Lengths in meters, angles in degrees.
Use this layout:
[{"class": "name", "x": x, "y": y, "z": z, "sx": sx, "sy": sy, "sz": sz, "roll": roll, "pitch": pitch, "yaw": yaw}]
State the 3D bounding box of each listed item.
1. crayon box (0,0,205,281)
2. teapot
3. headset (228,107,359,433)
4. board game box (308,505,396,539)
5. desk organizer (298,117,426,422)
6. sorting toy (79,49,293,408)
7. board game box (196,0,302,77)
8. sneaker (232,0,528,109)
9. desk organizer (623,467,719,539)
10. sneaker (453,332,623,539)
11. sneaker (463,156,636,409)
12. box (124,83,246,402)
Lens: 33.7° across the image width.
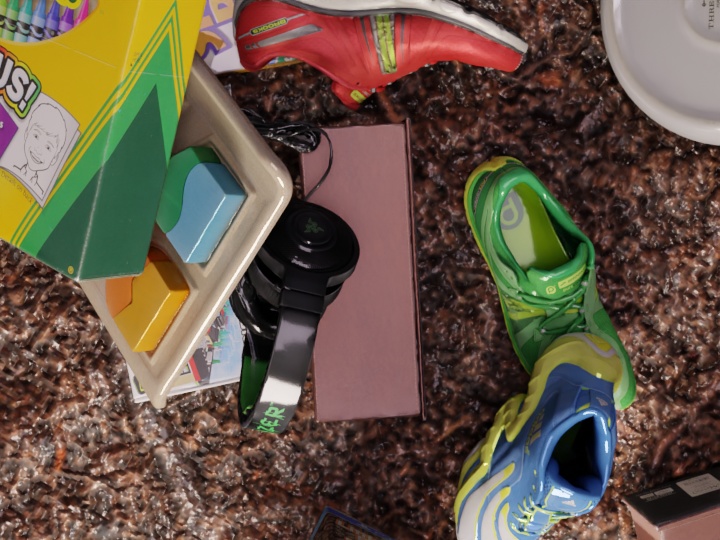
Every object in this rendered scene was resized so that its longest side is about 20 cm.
[{"class": "crayon box", "x": -0.195, "y": -0.113, "z": 0.700, "sx": 0.198, "sy": 0.058, "sz": 0.175, "roll": 25, "pitch": 108, "yaw": 30}, {"class": "teapot", "x": 0.265, "y": -0.182, "z": 0.804, "sx": 0.198, "sy": 0.145, "sz": 0.201, "roll": 47, "pitch": 119, "yaw": 19}, {"class": "headset", "x": -0.057, "y": -0.003, "z": 0.737, "sx": 0.093, "sy": 0.124, "sz": 0.203, "roll": 14, "pitch": 68, "yaw": -12}, {"class": "board game box", "x": -0.011, "y": 0.267, "z": 0.773, "sx": 0.096, "sy": 0.200, "sz": 0.161, "roll": 26, "pitch": 90, "yaw": -5}, {"class": "desk organizer", "x": 0.000, "y": 0.000, "z": 0.824, "sx": 0.076, "sy": 0.072, "sz": 0.203, "roll": -3, "pitch": 94, "yaw": -2}, {"class": "sorting toy", "x": -0.135, "y": -0.045, "z": 0.731, "sx": 0.186, "sy": 0.036, "sz": 0.201, "roll": 52, "pitch": 127, "yaw": 28}, {"class": "board game box", "x": -0.086, "y": -0.187, "z": 0.828, "sx": 0.197, "sy": 0.030, "sz": 0.097, "roll": -11, "pitch": 94, "yaw": -2}, {"class": "sneaker", "x": 0.012, "y": -0.150, "z": 0.800, "sx": 0.197, "sy": 0.077, "sz": 0.086, "roll": 9, "pitch": 104, "yaw": 0}, {"class": "desk organizer", "x": 0.301, "y": 0.179, "z": 0.854, "sx": 0.197, "sy": 0.072, "sz": 0.078, "roll": -16, "pitch": 96, "yaw": -4}, {"class": "sneaker", "x": 0.115, "y": 0.141, "z": 0.799, "sx": 0.075, "sy": 0.105, "sz": 0.202, "roll": 18, "pitch": 116, "yaw": -3}, {"class": "sneaker", "x": 0.132, "y": 0.016, "z": 0.830, "sx": 0.073, "sy": 0.084, "sz": 0.202, "roll": -30, "pitch": 96, "yaw": -3}, {"class": "box", "x": -0.124, "y": -0.020, "z": 0.829, "sx": 0.108, "sy": 0.035, "sz": 0.203, "roll": -11, "pitch": 94, "yaw": -5}]
